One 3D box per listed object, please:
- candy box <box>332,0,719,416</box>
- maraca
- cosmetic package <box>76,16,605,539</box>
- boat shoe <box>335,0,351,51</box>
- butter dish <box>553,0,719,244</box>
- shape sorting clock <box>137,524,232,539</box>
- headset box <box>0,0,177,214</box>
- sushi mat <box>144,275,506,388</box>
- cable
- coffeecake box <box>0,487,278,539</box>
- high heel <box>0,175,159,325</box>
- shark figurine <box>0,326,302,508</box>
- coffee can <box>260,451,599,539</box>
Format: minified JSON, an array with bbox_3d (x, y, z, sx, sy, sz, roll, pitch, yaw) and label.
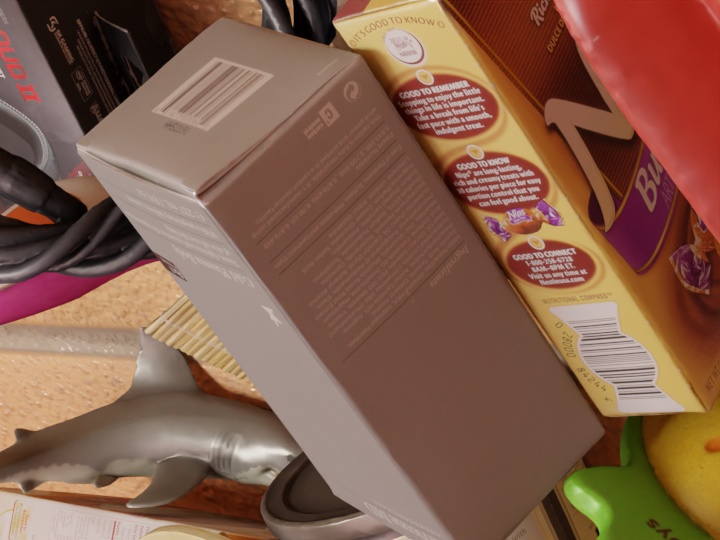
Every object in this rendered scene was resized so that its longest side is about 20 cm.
[{"bbox_3d":[0.085,-0.055,0.825,0.056,0.117,0.200,-8,128,45],"label":"candy box"},{"bbox_3d":[0.160,0.094,0.889,0.137,0.200,0.107,35,121,21],"label":"maraca"},{"bbox_3d":[-0.005,0.009,0.840,0.107,0.090,0.200,21,148,56],"label":"cosmetic package"},{"bbox_3d":[0.026,-0.049,0.937,0.057,0.069,0.200,-4,136,7],"label":"boat shoe"},{"bbox_3d":[0.143,-0.091,0.709,0.200,0.200,0.148,50,165,-21],"label":"butter dish"},{"bbox_3d":[-0.043,0.205,1.052,0.200,0.039,0.200,29,140,28],"label":"shape sorting clock"},{"bbox_3d":[-0.170,-0.098,1.017,0.200,0.077,0.149,9,138,34],"label":"headset box"},{"bbox_3d":[0.000,0.000,0.934,0.096,0.012,0.200,32,135,-20],"label":"sushi mat"},{"bbox_3d":[-0.101,-0.081,0.893,0.051,0.200,0.163,169,93,-75],"label":"cable"},{"bbox_3d":[-0.088,0.168,1.211,0.200,0.073,0.153,6,175,34],"label":"coffeecake box"},{"bbox_3d":[-0.083,-0.005,0.966,0.067,0.200,0.096,47,164,56],"label":"high heel"},{"bbox_3d":[-0.129,0.077,1.178,0.128,0.214,0.090,-156,65,-70],"label":"shark figurine"},{"bbox_3d":[0.060,0.166,1.042,0.146,0.146,0.200,-11,109,46],"label":"coffee can"}]
